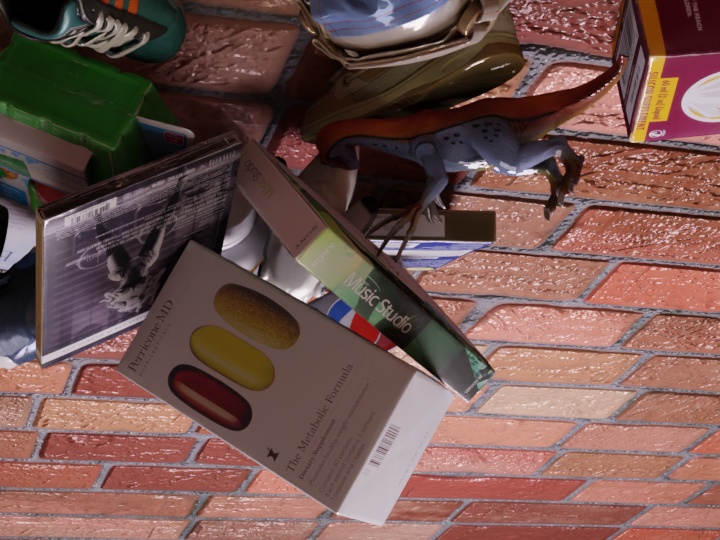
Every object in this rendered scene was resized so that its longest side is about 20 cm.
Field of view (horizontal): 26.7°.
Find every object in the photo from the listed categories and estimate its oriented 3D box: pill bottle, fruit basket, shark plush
[{"bbox_3d":[-0.129,-0.017,1.251,0.108,0.110,0.200,-1,153,-9],"label":"pill bottle"},{"bbox_3d":[-0.206,-0.071,1.089,0.184,0.094,0.201,22,146,5],"label":"fruit basket"},{"bbox_3d":[-0.040,-0.007,1.202,0.090,0.202,0.083,11,-166,-1],"label":"shark plush"}]

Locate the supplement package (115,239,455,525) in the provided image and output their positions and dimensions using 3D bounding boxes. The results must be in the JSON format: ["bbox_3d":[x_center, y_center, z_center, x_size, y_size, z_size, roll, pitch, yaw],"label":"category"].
[{"bbox_3d":[-0.053,0.081,1.083,0.199,0.114,0.109,28,176,22],"label":"supplement package"}]

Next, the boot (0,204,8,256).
[{"bbox_3d":[-0.373,-0.044,1.122,0.198,0.067,0.175,10,170,-4],"label":"boot"}]

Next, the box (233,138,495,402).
[{"bbox_3d":[0.000,0.000,1.079,0.036,0.144,0.200,-47,128,5],"label":"box"}]

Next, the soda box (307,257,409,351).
[{"bbox_3d":[-0.041,0.064,1.289,0.199,0.070,0.063,-27,-179,-14],"label":"soda box"}]

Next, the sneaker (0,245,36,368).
[{"bbox_3d":[-0.273,0.020,1.215,0.145,0.200,0.081,-23,108,-1],"label":"sneaker"}]

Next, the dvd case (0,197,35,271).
[{"bbox_3d":[-0.316,-0.058,1.235,0.142,0.018,0.200,11,149,-31],"label":"dvd case"}]

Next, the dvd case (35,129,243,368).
[{"bbox_3d":[-0.159,-0.012,1.066,0.148,0.016,0.201,-25,156,-25],"label":"dvd case"}]

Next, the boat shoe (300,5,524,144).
[{"bbox_3d":[0.032,-0.144,1.104,0.073,0.064,0.200,2,162,-43],"label":"boat shoe"}]

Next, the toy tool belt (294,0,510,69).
[{"bbox_3d":[0.041,-0.200,0.911,0.199,0.126,0.123,-23,157,29],"label":"toy tool belt"}]

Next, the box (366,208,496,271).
[{"bbox_3d":[0.031,-0.025,1.306,0.120,0.033,0.200,1,172,-12],"label":"box"}]

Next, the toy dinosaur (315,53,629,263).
[{"bbox_3d":[0.066,-0.094,1.092,0.180,0.201,0.105,25,179,-1],"label":"toy dinosaur"}]

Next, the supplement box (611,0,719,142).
[{"bbox_3d":[0.286,-0.162,1.069,0.198,0.086,0.111,-5,153,-1],"label":"supplement box"}]

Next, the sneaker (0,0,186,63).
[{"bbox_3d":[-0.184,-0.170,0.968,0.071,0.081,0.200,-21,150,28],"label":"sneaker"}]
